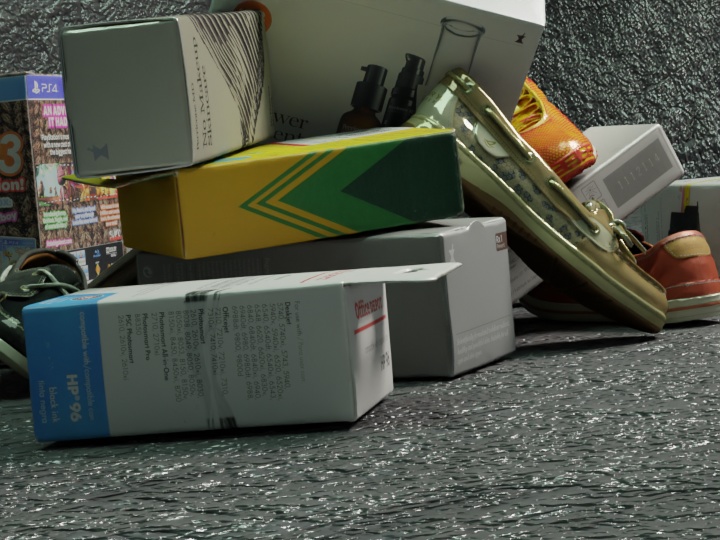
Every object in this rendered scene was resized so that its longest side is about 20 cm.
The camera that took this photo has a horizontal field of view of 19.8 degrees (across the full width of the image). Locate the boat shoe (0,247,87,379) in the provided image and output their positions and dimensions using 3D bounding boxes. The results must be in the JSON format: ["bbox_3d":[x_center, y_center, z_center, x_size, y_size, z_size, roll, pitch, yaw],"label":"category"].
[{"bbox_3d":[-0.208,0.023,1.308,0.072,0.068,0.200,37,3,-7],"label":"boat shoe"}]

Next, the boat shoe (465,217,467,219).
[{"bbox_3d":[0.091,-0.010,1.579,0.198,0.072,0.072,-9,4,1],"label":"boat shoe"}]

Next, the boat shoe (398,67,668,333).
[{"bbox_3d":[0.114,-0.039,1.241,0.200,0.063,0.073,40,-10,-7],"label":"boat shoe"}]

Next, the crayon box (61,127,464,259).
[{"bbox_3d":[-0.057,-0.043,1.167,0.198,0.051,0.127,-9,7,-20],"label":"crayon box"}]

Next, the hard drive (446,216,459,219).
[{"bbox_3d":[0.000,0.000,1.365,0.131,0.026,0.200,-35,1,12],"label":"hard drive"}]

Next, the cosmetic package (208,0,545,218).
[{"bbox_3d":[-0.001,-0.125,1.284,0.198,0.152,0.052,13,35,-5],"label":"cosmetic package"}]

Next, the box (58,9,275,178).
[{"bbox_3d":[-0.103,-0.102,1.150,0.068,0.083,0.200,-5,8,10],"label":"box"}]

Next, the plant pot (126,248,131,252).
[{"bbox_3d":[-0.256,-0.023,1.657,0.199,0.189,0.187,13,11,28],"label":"plant pot"}]

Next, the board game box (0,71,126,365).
[{"bbox_3d":[-0.243,-0.039,1.494,0.096,0.202,0.159,-4,3,15],"label":"board game box"}]

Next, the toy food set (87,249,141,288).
[{"bbox_3d":[-0.087,0.005,1.403,0.143,0.061,0.200,-6,-18,-41],"label":"toy food set"}]

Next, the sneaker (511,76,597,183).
[{"bbox_3d":[0.102,-0.091,1.369,0.073,0.078,0.200,-30,16,-3],"label":"sneaker"}]

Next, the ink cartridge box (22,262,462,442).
[{"bbox_3d":[-0.051,0.038,1.013,0.198,0.069,0.116,-5,3,10],"label":"ink cartridge box"}]

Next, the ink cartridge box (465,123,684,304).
[{"bbox_3d":[0.097,-0.027,1.409,0.199,0.045,0.176,-36,14,-19],"label":"ink cartridge box"}]

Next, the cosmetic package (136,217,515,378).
[{"bbox_3d":[-0.019,0.018,1.195,0.198,0.091,0.107,0,6,27],"label":"cosmetic package"}]

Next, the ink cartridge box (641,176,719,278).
[{"bbox_3d":[0.304,-0.030,1.517,0.144,0.084,0.200,-5,3,-9],"label":"ink cartridge box"}]

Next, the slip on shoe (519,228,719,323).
[{"bbox_3d":[0.170,0.002,1.375,0.073,0.062,0.200,-9,3,-27],"label":"slip on shoe"}]
